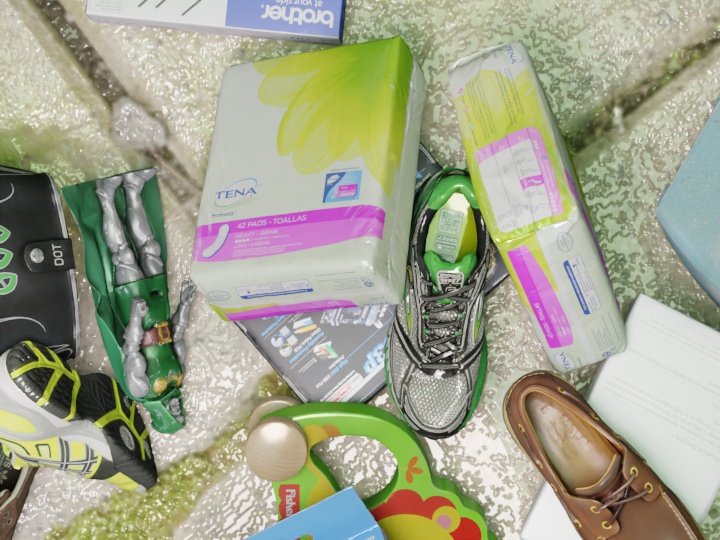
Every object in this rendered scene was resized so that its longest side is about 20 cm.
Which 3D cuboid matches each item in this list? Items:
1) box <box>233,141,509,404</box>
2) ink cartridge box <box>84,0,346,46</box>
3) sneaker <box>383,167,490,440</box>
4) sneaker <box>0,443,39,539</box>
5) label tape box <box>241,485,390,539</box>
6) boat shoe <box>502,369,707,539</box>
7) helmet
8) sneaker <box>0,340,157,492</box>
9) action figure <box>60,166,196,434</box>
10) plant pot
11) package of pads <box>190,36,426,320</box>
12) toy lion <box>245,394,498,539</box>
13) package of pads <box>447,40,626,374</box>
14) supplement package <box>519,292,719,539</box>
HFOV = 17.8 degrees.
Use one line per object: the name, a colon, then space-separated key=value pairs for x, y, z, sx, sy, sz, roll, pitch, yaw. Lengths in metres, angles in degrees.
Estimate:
box: x=0.000 y=0.000 z=1.753 sx=0.200 sy=0.046 sz=0.159 roll=-42 pitch=85 yaw=1
ink cartridge box: x=-0.108 y=-0.232 z=1.774 sx=0.198 sy=0.044 sz=0.095 roll=6 pitch=88 yaw=3
sneaker: x=0.056 y=0.023 z=1.683 sx=0.077 sy=0.085 sz=0.202 roll=2 pitch=88 yaw=3
sneaker: x=-0.294 y=0.189 z=1.747 sx=0.070 sy=0.076 sz=0.202 roll=18 pitch=88 yaw=5
label tape box: x=-0.018 y=0.273 z=1.671 sx=0.143 sy=0.063 sz=0.201 roll=-27 pitch=121 yaw=10
boat shoe: x=0.171 y=0.154 z=1.604 sx=0.072 sy=0.068 sz=0.200 roll=-41 pitch=83 yaw=2
helmet: x=-0.314 y=0.010 z=1.712 sx=0.189 sy=0.200 sz=0.202 roll=-9 pitch=86 yaw=-14
sneaker: x=-0.222 y=0.116 z=1.703 sx=0.076 sy=0.200 sz=0.076 roll=-30 pitch=51 yaw=16
action figure: x=-0.164 y=0.026 z=1.742 sx=0.054 sy=0.118 sz=0.202 roll=-7 pitch=97 yaw=35
plant pot: x=0.328 y=-0.035 z=1.669 sx=0.199 sy=0.196 sz=0.197 roll=31 pitch=89 yaw=15
package of pads: x=-0.039 y=-0.066 z=1.682 sx=0.153 sy=0.068 sz=0.202 roll=-6 pitch=58 yaw=25
toy lion: x=0.010 y=0.197 z=1.716 sx=0.190 sy=0.069 sz=0.202 roll=-1 pitch=105 yaw=0
package of pads: x=0.125 y=-0.050 z=1.651 sx=0.068 sy=0.155 sz=0.201 roll=-20 pitch=44 yaw=8
supplement package: x=0.210 y=0.133 z=1.695 sx=0.116 sy=0.117 sz=0.201 roll=27 pitch=88 yaw=4
